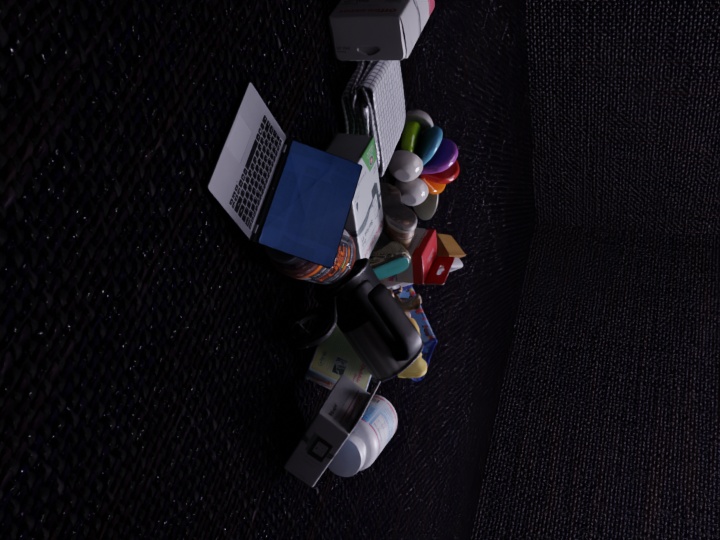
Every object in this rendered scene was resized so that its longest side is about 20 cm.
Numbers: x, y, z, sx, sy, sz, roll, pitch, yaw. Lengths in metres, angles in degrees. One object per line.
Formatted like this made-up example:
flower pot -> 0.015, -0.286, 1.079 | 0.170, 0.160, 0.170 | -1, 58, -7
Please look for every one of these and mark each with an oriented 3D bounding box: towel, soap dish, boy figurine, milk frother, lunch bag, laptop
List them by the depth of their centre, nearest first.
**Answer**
laptop -> -0.103, -0.138, 1.178 | 0.201, 0.113, 0.191 | 55, 43, -50
milk frother -> -0.011, 0.116, 1.407 | 0.190, 0.198, 0.180 | 54, -5, -11
towel -> 0.021, -0.310, 1.575 | 0.203, 0.083, 0.167 | 78, 27, -44
boy figurine -> 0.094, 0.152, 1.677 | 0.202, 0.063, 0.127 | -98, -171, -49
soap dish -> 0.122, -0.019, 1.796 | 0.157, 0.196, 0.083 | -3, 75, -69
lunch bag -> 0.105, 0.157, 1.873 | 0.202, 0.092, 0.153 | 85, -16, -60

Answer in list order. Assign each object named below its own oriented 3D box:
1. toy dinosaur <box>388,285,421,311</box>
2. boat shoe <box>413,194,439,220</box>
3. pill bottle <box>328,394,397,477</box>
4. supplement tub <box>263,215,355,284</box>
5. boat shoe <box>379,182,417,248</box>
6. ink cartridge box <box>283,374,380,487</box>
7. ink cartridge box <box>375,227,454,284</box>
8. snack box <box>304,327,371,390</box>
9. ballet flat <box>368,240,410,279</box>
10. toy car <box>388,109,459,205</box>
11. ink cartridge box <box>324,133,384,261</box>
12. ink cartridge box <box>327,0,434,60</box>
toy dinosaur -> 0.044, 0.065, 1.633 | 0.106, 0.199, 0.061 | 47, 67, -19
boat shoe -> 0.164, -0.230, 2.027 | 0.063, 0.069, 0.205 | -48, 135, -63
pill bottle -> -0.002, 0.336, 1.648 | 0.200, 0.106, 0.112 | -31, 125, -66
supplement tub -> -0.085, -0.037, 1.310 | 0.199, 0.104, 0.110 | 15, 82, -70
boat shoe -> 0.055, -0.112, 1.647 | 0.201, 0.074, 0.073 | -116, -157, -53
ink cartridge box -> -0.050, 0.266, 1.415 | 0.202, 0.066, 0.116 | -59, 177, 34
ink cartridge box -> 0.086, -0.033, 1.652 | 0.117, 0.195, 0.069 | -58, 148, -53
snack box -> -0.019, 0.135, 1.531 | 0.037, 0.114, 0.203 | 118, -5, -53
ballet flat -> 0.000, 0.000, 1.556 | 0.076, 0.196, 0.069 | 54, -16, 40
toy car -> 0.153, -0.255, 1.862 | 0.202, 0.146, 0.178 | 69, 33, -52
ink cartridge box -> -0.021, -0.125, 1.498 | 0.148, 0.081, 0.204 | -63, 153, -45
ink cartridge box -> 0.042, -0.471, 1.487 | 0.202, 0.143, 0.084 | -65, 152, -43
